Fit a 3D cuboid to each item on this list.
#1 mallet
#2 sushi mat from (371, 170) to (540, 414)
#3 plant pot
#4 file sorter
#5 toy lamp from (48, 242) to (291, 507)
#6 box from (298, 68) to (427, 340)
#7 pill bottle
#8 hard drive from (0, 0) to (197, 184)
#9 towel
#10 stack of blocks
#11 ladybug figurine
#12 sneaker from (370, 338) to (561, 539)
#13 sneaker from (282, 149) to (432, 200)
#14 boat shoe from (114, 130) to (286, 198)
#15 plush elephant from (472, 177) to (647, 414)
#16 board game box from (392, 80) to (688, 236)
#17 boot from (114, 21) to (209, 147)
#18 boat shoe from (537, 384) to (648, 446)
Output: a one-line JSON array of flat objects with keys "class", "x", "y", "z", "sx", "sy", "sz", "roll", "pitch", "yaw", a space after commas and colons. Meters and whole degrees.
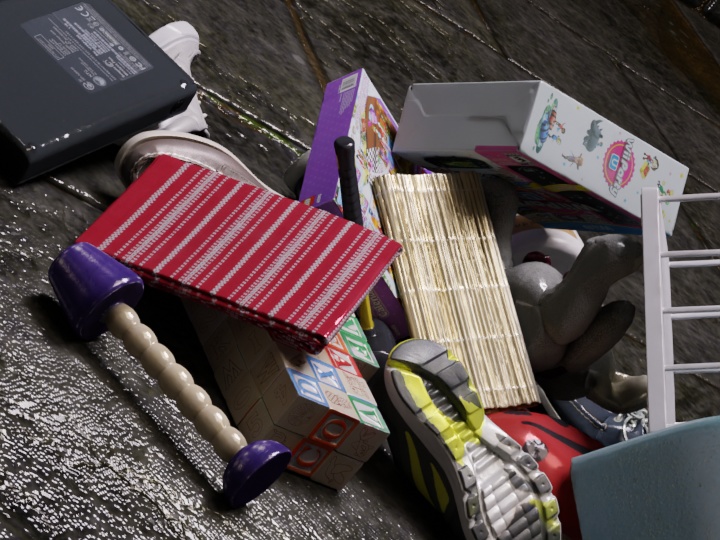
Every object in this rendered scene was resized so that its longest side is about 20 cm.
[{"class": "mallet", "x": 0.000, "y": 0.000, "z": 1.655, "sx": 0.041, "sy": 0.201, "sz": 0.066, "roll": -8, "pitch": 34, "yaw": -2}, {"class": "sushi mat", "x": 0.074, "y": 0.017, "z": 1.728, "sx": 0.095, "sy": 0.012, "sz": 0.201, "roll": -5, "pitch": 70, "yaw": -27}, {"class": "plant pot", "x": 0.299, "y": 0.207, "z": 1.595, "sx": 0.195, "sy": 0.200, "sz": 0.197, "roll": 22, "pitch": 49, "yaw": -42}, {"class": "file sorter", "x": 0.283, "y": 0.052, "z": 1.708, "sx": 0.139, "sy": 0.124, "sz": 0.201, "roll": 66, "pitch": 22, "yaw": -64}, {"class": "toy lamp", "x": -0.127, "y": 0.062, "z": 1.434, "sx": 0.200, "sy": 0.058, "sz": 0.058, "roll": 45, "pitch": 20, "yaw": 17}, {"class": "box", "x": 0.008, "y": -0.053, "z": 1.781, "sx": 0.137, "sy": 0.039, "sz": 0.200, "roll": 57, "pitch": 24, "yaw": -27}, {"class": "pill bottle", "x": 0.133, "y": -0.034, "z": 2.033, "sx": 0.114, "sy": 0.114, "sz": 0.200, "roll": 28, "pitch": 22, "yaw": -30}, {"class": "hard drive", "x": -0.231, "y": -0.147, "z": 1.650, "sx": 0.140, "sy": 0.033, "sz": 0.200, "roll": 44, "pitch": 37, "yaw": 12}, {"class": "towel", "x": -0.086, "y": -0.014, "z": 1.557, "sx": 0.199, "sy": 0.023, "sz": 0.145, "roll": 21, "pitch": 37, "yaw": 14}, {"class": "stack of blocks", "x": -0.048, "y": 0.061, "z": 1.575, "sx": 0.115, "sy": 0.059, "sz": 0.200, "roll": 25, "pitch": 24, "yaw": -37}, {"class": "ladybug figurine", "x": 0.151, "y": 0.164, "z": 1.696, "sx": 0.200, "sy": 0.072, "sz": 0.136, "roll": 27, "pitch": 23, "yaw": -32}, {"class": "sneaker", "x": 0.074, "y": 0.143, "z": 1.599, "sx": 0.074, "sy": 0.085, "sz": 0.200, "roll": -25, "pitch": 83, "yaw": -25}, {"class": "sneaker", "x": 0.019, "y": -0.045, "z": 1.934, "sx": 0.200, "sy": 0.070, "sz": 0.100, "roll": 5, "pitch": 46, "yaw": -52}, {"class": "boat shoe", "x": -0.099, "y": -0.040, "z": 1.691, "sx": 0.200, "sy": 0.072, "sz": 0.060, "roll": 32, "pitch": 17, "yaw": -37}, {"class": "plush elephant", "x": 0.162, "y": 0.045, "z": 1.809, "sx": 0.164, "sy": 0.201, "sz": 0.155, "roll": 18, "pitch": 3, "yaw": 34}, {"class": "board game box", "x": 0.149, "y": -0.091, "z": 1.825, "sx": 0.200, "sy": 0.065, "sz": 0.147, "roll": 23, "pitch": -12, "yaw": -41}, {"class": "boot", "x": -0.160, "y": -0.136, "z": 1.806, "sx": 0.096, "sy": 0.074, "sz": 0.200, "roll": 46, "pitch": 28, "yaw": 0}, {"class": "boat shoe", "x": 0.235, "y": 0.153, "z": 1.890, "sx": 0.200, "sy": 0.062, "sz": 0.075, "roll": 45, "pitch": 20, "yaw": 13}]
